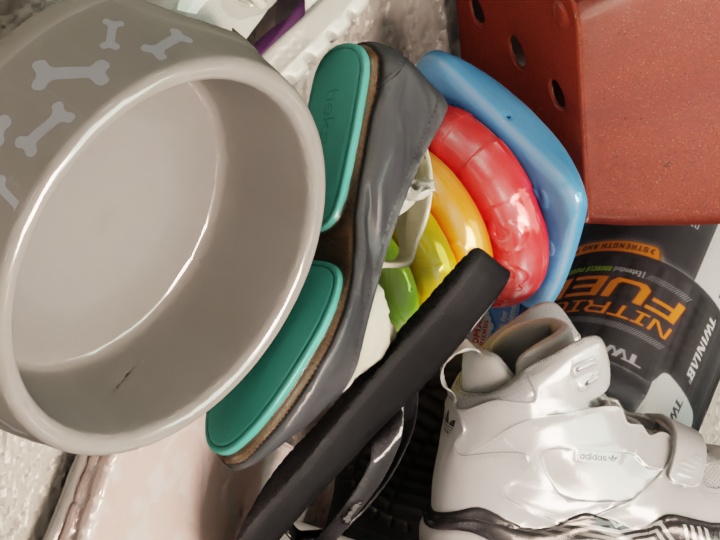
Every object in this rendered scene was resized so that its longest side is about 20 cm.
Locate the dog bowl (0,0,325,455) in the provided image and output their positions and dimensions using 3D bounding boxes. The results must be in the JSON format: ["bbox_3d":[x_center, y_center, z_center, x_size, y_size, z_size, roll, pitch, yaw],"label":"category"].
[{"bbox_3d":[-0.096,-0.014,1.146,0.200,0.059,0.200,-28,133,-35],"label":"dog bowl"}]

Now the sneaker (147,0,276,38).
[{"bbox_3d":[-0.033,-0.156,1.204,0.200,0.087,0.075,-67,152,-9],"label":"sneaker"}]

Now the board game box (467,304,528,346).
[{"bbox_3d":[0.128,-0.016,1.605,0.200,0.037,0.152,-8,111,-58],"label":"board game box"}]

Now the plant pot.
[{"bbox_3d":[0.152,-0.134,1.390,0.176,0.200,0.200,-21,131,-16],"label":"plant pot"}]

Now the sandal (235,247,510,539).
[{"bbox_3d":[0.005,0.077,1.271,0.200,0.043,0.076,-49,-175,22],"label":"sandal"}]

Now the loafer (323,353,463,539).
[{"bbox_3d":[0.022,0.103,1.421,0.200,0.073,0.071,-62,-178,39],"label":"loafer"}]

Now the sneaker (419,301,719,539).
[{"bbox_3d":[0.125,0.076,1.328,0.200,0.075,0.115,-5,106,-15],"label":"sneaker"}]

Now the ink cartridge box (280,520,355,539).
[{"bbox_3d":[-0.005,0.229,1.319,0.083,0.145,0.200,34,74,-57],"label":"ink cartridge box"}]

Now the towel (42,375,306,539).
[{"bbox_3d":[-0.098,0.158,1.305,0.191,0.032,0.200,35,74,-59],"label":"towel"}]

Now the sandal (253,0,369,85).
[{"bbox_3d":[-0.020,-0.133,1.268,0.203,0.050,0.082,-52,-171,-29],"label":"sandal"}]

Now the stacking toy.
[{"bbox_3d":[0.000,0.000,1.325,0.200,0.116,0.110,-34,158,-29],"label":"stacking toy"}]

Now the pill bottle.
[{"bbox_3d":[0.131,0.056,1.464,0.200,0.106,0.106,-62,151,-43],"label":"pill bottle"}]

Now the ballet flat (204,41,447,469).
[{"bbox_3d":[-0.007,-0.001,1.240,0.073,0.073,0.200,36,68,-60],"label":"ballet flat"}]
